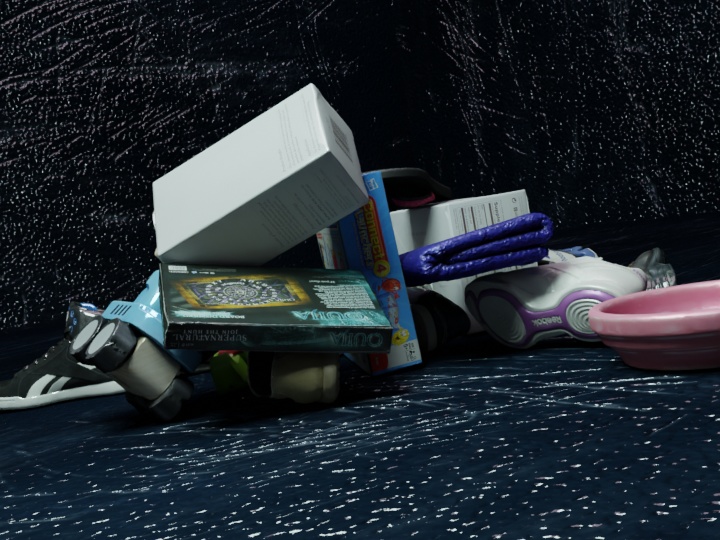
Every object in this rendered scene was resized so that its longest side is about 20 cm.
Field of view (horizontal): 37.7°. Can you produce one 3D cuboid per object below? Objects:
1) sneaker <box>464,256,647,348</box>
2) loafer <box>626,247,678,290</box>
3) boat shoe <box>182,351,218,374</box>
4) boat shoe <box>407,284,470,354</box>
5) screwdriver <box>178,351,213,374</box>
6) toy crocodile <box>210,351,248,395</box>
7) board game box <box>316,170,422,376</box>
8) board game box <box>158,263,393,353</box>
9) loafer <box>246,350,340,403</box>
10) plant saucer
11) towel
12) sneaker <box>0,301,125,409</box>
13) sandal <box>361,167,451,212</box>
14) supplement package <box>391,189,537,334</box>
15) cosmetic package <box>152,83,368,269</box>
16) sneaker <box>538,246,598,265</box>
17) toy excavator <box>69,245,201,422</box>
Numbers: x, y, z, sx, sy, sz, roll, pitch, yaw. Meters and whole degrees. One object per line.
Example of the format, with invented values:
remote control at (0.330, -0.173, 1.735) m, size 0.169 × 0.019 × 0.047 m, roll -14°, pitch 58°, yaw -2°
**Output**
sneaker at (0.198, 0.029, 1.069) m, size 0.198 × 0.076 × 0.099 m, roll 1°, pitch 27°, yaw 42°
loafer at (0.299, 0.020, 1.134) m, size 0.071 × 0.074 × 0.200 m, roll -13°, pitch 1°, yaw 12°
boat shoe at (-0.163, 0.092, 1.302) m, size 0.196 × 0.070 × 0.057 m, roll -10°, pitch 23°, yaw -4°
boat shoe at (0.067, 0.049, 1.221) m, size 0.061 × 0.076 × 0.200 m, roll -11°, pitch 5°, yaw -16°
screwdriver at (-0.188, 0.094, 1.144) m, size 0.028 × 0.030 × 0.200 m, roll -15°, pitch -9°, yaw -27°
toy crocodile at (-0.117, 0.068, 1.154) m, size 0.067 × 0.062 × 0.201 m, roll -15°, pitch 27°, yaw 26°
board game box at (0.000, 0.000, 1.140) m, size 0.055 × 0.199 × 0.200 m, roll -14°, pitch 5°, yaw -9°
board game box at (-0.081, 0.033, 0.951) m, size 0.196 × 0.029 × 0.136 m, roll 2°, pitch 22°, yaw -14°
loafer at (-0.078, 0.082, 0.998) m, size 0.066 × 0.078 × 0.199 m, roll 4°, pitch -2°, yaw -22°
plant saucer at (0.293, 0.044, 0.886) m, size 0.197 × 0.052 × 0.201 m, roll -9°, pitch 2°, yaw 0°
towel at (0.109, -0.013, 1.096) m, size 0.145 × 0.050 × 0.200 m, roll -18°, pitch 0°, yaw -8°
sneaker at (-0.357, 0.097, 1.254) m, size 0.196 × 0.114 × 0.073 m, roll -9°, pitch 2°, yaw -1°
sandal at (0.059, -0.090, 1.278) m, size 0.074 × 0.046 × 0.199 m, roll -3°, pitch -7°, yaw 27°
supplement package at (0.128, -0.010, 1.334) m, size 0.109 × 0.159 × 0.200 m, roll -11°, pitch 4°, yaw -19°
cosmetic package at (-0.101, -0.075, 1.018) m, size 0.198 × 0.114 × 0.081 m, roll -29°, pitch -47°, yaw 16°
sneaker at (0.230, 0.004, 1.492) m, size 0.114 × 0.082 × 0.198 m, roll -9°, pitch 4°, yaw -40°
toy excavator at (-0.193, 0.034, 1.059) m, size 0.201 × 0.100 × 0.194 m, roll -54°, pitch 24°, yaw -18°
